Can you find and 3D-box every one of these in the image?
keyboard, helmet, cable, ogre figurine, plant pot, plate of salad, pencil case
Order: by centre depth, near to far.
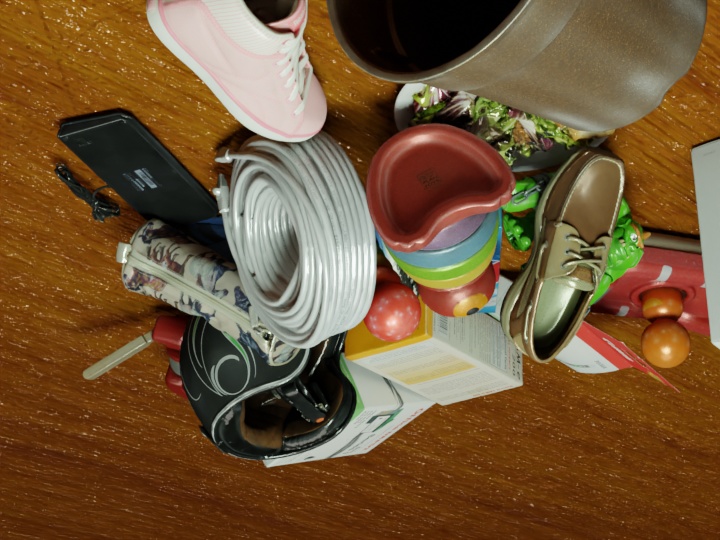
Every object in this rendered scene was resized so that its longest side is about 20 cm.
[{"bbox_3d":[0.114,-0.190,0.841,0.200,0.201,0.198,-21,153,39],"label":"plant pot"},{"bbox_3d":[0.129,-0.129,1.110,0.199,0.048,0.200,1,155,1],"label":"plate of salad"},{"bbox_3d":[-0.057,-0.031,1.152,0.069,0.201,0.200,-12,-178,-29],"label":"cable"},{"bbox_3d":[0.204,-0.035,1.207,0.120,0.098,0.200,-30,114,-2],"label":"ogre figurine"},{"bbox_3d":[-0.233,-0.091,1.248,0.127,0.021,0.200,-13,150,16],"label":"keyboard"},{"bbox_3d":[-0.147,0.021,1.275,0.200,0.078,0.089,26,-178,14],"label":"pencil case"},{"bbox_3d":[-0.102,0.091,1.405,0.199,0.191,0.200,-9,141,-8],"label":"helmet"}]

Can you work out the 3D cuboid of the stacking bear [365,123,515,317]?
[{"bbox_3d":[0.076,-0.028,1.133,0.121,0.114,0.200,-27,146,-4],"label":"stacking bear"}]

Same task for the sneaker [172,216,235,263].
[{"bbox_3d":[-0.146,-0.011,1.340,0.199,0.079,0.066,-3,156,13],"label":"sneaker"}]

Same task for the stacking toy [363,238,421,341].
[{"bbox_3d":[0.000,0.000,1.208,0.085,0.200,0.086,-15,125,-22],"label":"stacking toy"}]

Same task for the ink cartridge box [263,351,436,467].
[{"bbox_3d":[-0.022,0.170,1.590,0.146,0.085,0.200,-40,155,31],"label":"ink cartridge box"}]

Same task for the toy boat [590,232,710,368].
[{"bbox_3d":[0.323,0.041,1.349,0.199,0.131,0.131,8,154,-12],"label":"toy boat"}]

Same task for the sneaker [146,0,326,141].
[{"bbox_3d":[-0.067,-0.171,1.004,0.104,0.076,0.200,-10,148,35],"label":"sneaker"}]

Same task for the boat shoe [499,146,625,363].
[{"bbox_3d":[0.188,-0.007,1.120,0.075,0.074,0.201,10,114,-16],"label":"boat shoe"}]

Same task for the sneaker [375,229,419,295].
[{"bbox_3d":[0.014,0.001,1.356,0.090,0.079,0.200,11,149,9],"label":"sneaker"}]

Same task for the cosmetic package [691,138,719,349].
[{"bbox_3d":[0.407,-0.004,1.171,0.123,0.200,0.200,-18,147,35],"label":"cosmetic package"}]

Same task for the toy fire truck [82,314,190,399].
[{"bbox_3d":[-0.225,0.114,1.573,0.199,0.129,0.176,15,154,1],"label":"toy fire truck"}]

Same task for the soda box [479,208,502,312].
[{"bbox_3d":[0.111,-0.026,1.298,0.064,0.068,0.200,0,154,5],"label":"soda box"}]

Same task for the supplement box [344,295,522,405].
[{"bbox_3d":[0.091,0.090,1.534,0.126,0.074,0.200,-18,147,35],"label":"supplement box"}]

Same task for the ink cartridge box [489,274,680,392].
[{"bbox_3d":[0.238,0.083,1.415,0.200,0.050,0.161,35,180,43],"label":"ink cartridge box"}]
